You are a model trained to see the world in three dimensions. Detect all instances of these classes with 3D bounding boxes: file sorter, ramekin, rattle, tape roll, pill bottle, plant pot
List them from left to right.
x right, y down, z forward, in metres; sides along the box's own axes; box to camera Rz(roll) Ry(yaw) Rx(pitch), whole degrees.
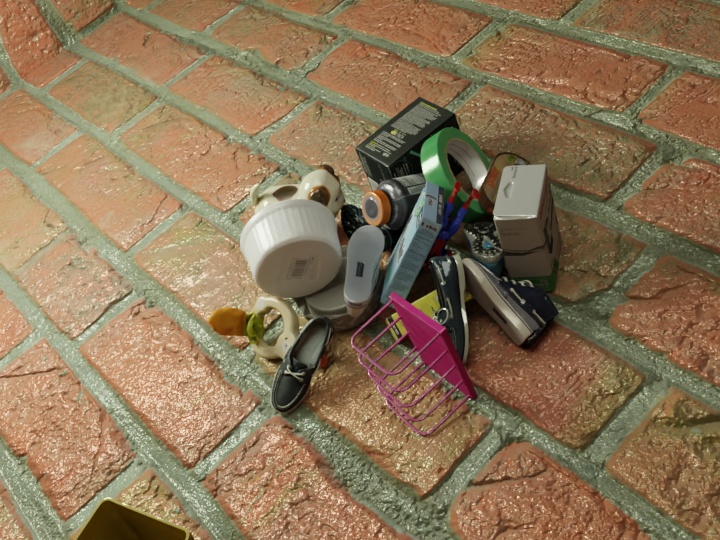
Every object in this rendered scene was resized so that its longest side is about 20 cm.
[{"bbox_3d":[-0.354,0.514,1.399,0.199,0.177,0.200,9,52,33],"label":"plant pot"},{"bbox_3d":[-0.173,0.123,1.720,0.200,0.143,0.130,37,90,35],"label":"rattle"},{"bbox_3d":[-0.132,-0.036,1.744,0.200,0.201,0.098,-23,50,3],"label":"ramekin"},{"bbox_3d":[0.100,-0.144,1.830,0.199,0.107,0.106,-15,33,-34],"label":"pill bottle"},{"bbox_3d":[0.088,0.168,1.518,0.125,0.200,0.139,-41,45,-13],"label":"file sorter"},{"bbox_3d":[0.207,-0.197,1.820,0.048,0.200,0.201,-29,34,38],"label":"tape roll"}]

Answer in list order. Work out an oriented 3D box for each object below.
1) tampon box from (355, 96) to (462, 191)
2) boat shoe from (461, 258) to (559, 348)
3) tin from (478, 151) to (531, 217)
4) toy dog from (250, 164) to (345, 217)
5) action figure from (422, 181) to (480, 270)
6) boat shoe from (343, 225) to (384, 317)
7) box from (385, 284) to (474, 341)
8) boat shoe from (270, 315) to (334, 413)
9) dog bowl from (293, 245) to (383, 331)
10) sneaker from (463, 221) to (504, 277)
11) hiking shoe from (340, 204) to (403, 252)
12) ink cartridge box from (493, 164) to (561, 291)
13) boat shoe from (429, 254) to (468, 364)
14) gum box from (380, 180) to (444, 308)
[{"bbox_3d":[0.118,-0.257,1.959,0.200,0.150,0.126,-39,45,-15],"label":"tampon box"},{"bbox_3d":[0.272,0.041,1.611,0.093,0.075,0.200,-34,78,-17],"label":"boat shoe"},{"bbox_3d":[0.305,-0.171,1.814,0.112,0.042,0.200,33,44,-2],"label":"tin"},{"bbox_3d":[-0.121,-0.152,1.921,0.199,0.194,0.140,-24,28,36],"label":"toy dog"},{"bbox_3d":[0.165,-0.065,1.734,0.065,0.200,0.099,21,36,-8],"label":"action figure"},{"bbox_3d":[0.000,0.000,1.736,0.073,0.066,0.201,14,53,5],"label":"boat shoe"},{"bbox_3d":[0.144,0.066,1.678,0.199,0.075,0.050,-30,84,-5],"label":"box"},{"bbox_3d":[-0.115,0.175,1.666,0.075,0.060,0.201,22,79,6],"label":"boat shoe"},{"bbox_3d":[-0.041,0.040,1.809,0.199,0.059,0.201,-13,43,13],"label":"dog bowl"},{"bbox_3d":[0.244,-0.036,1.733,0.078,0.090,0.200,-3,25,8],"label":"sneaker"},{"bbox_3d":[0.030,-0.094,1.915,0.086,0.075,0.200,-15,32,-30],"label":"hiking shoe"},{"bbox_3d":[0.316,-0.077,1.649,0.084,0.200,0.146,-2,48,23],"label":"ink cartridge box"},{"bbox_3d":[0.161,0.072,1.603,0.061,0.201,0.075,-5,2,-7],"label":"boat shoe"},{"bbox_3d":[0.102,-0.050,1.708,0.044,0.201,0.170,23,29,-5],"label":"gum box"}]
